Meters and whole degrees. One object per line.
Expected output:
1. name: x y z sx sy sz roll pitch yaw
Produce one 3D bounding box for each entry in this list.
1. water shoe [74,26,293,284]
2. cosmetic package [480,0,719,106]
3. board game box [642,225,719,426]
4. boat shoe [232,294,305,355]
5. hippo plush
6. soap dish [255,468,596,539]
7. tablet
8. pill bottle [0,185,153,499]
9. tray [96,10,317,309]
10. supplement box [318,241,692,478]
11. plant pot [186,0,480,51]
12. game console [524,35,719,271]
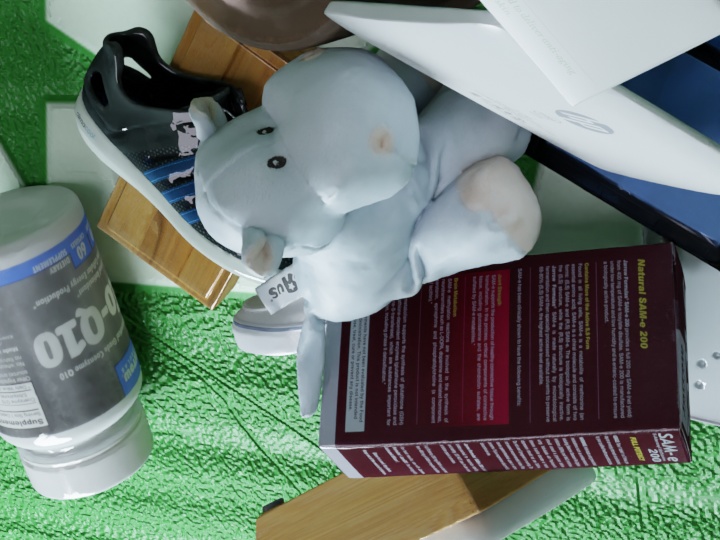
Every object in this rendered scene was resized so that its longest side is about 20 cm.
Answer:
1. water shoe: -0.086 -0.065 0.887 0.199 0.072 0.079 34 131 9
2. cosmetic package: 0.105 -0.177 0.602 0.084 0.201 0.108 -24 120 42
3. board game box: 0.256 0.010 0.836 0.198 0.026 0.202 12 125 21
4. boat shoe: 0.000 0.000 0.944 0.198 0.074 0.066 -16 107 23
5. hippo plush: -0.021 -0.056 0.771 0.199 0.160 0.160 -35 57 20
6. soap dish: 0.038 0.146 0.961 0.199 0.157 0.082 -32 81 37
7. tablet: 0.090 -0.075 0.683 0.199 0.014 0.130 22 178 -36
8. pill bottle: -0.220 0.053 1.057 0.113 0.114 0.202 -1 120 28
9. tray: -0.092 -0.074 0.959 0.098 0.037 0.201 35 130 4
10. supplement box: 0.081 0.052 0.836 0.198 0.110 0.061 -5 154 18
11. plant pot: -0.016 -0.196 0.752 0.198 0.175 0.202 14 125 21
12. game console: 0.147 -0.084 0.745 0.199 0.118 0.173 33 124 18
